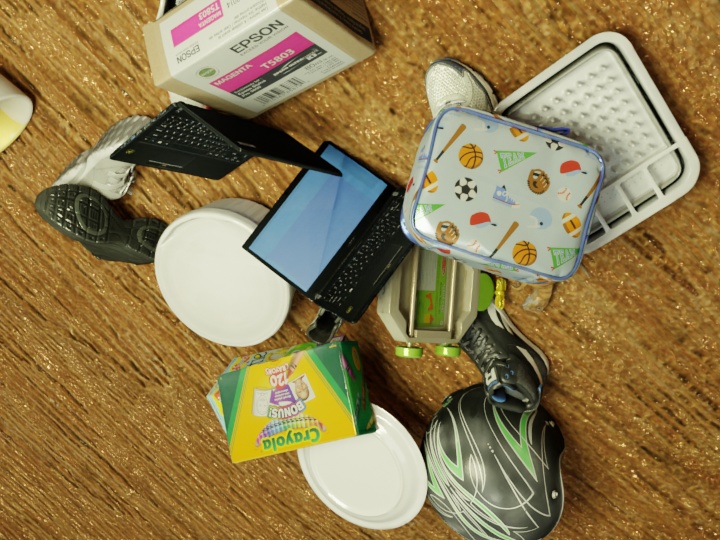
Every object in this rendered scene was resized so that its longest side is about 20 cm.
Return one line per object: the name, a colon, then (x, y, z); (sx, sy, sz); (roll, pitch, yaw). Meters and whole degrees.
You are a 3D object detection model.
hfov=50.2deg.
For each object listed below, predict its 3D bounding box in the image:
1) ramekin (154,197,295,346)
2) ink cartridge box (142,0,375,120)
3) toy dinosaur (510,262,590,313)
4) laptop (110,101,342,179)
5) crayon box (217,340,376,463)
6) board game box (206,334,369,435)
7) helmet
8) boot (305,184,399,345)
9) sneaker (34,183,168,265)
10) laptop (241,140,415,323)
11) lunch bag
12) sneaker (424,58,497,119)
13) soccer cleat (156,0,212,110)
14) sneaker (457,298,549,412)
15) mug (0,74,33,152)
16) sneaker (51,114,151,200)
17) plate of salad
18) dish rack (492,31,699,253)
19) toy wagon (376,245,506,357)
ramekin: (-0.172, -0.006, 1.052); (0.200, 0.094, 0.205); (9, 121, 15)
ink cartridge box: (-0.109, -0.252, 0.844); (0.198, 0.164, 0.076); (-21, 76, 28)
toy dinosaur: (0.219, -0.010, 0.913); (0.106, 0.061, 0.200); (38, 166, 14)
laptop: (-0.157, -0.124, 0.904); (0.199, 0.176, 0.105); (-27, 72, 32)
crayon box: (-0.086, 0.174, 1.009); (0.198, 0.058, 0.120); (-18, 77, 25)
board game box: (-0.105, 0.180, 1.128); (0.198, 0.105, 0.104); (-14, 113, 24)
helmet: (0.174, 0.264, 1.027); (0.197, 0.191, 0.202); (9, 121, 15)
boot: (0.000, 0.000, 0.973); (0.067, 0.131, 0.201); (28, 123, 2)
sneaker: (-0.360, -0.050, 1.065); (0.090, 0.077, 0.199); (-20, 143, 39)
laptop: (-0.024, -0.054, 0.890); (0.103, 0.200, 0.178); (40, 82, -22)
lunch bag: (0.150, -0.080, 0.795); (0.197, 0.076, 0.162); (17, 85, -6)
sneaker: (0.123, -0.143, 0.864); (0.076, 0.085, 0.202); (-22, 94, 28)
soccer cleat: (-0.216, -0.262, 0.926); (0.068, 0.085, 0.202); (14, 122, 10)
sneaker: (0.161, 0.101, 0.987); (0.199, 0.112, 0.073); (38, 123, -5)
mug: (-0.563, -0.226, 1.037); (0.153, 0.149, 0.186); (47, 116, -2)
sneaker: (-0.333, -0.143, 1.055); (0.199, 0.075, 0.082); (-24, 125, 34)
plate of salad: (0.003, 0.258, 1.043); (0.198, 0.048, 0.203); (11, 113, 26)
dish rack: (0.253, -0.138, 0.844); (0.171, 0.044, 0.201); (-33, 105, 15)
toy wagon: (0.102, 0.025, 0.933); (0.039, 0.198, 0.158); (5, 90, 48)
